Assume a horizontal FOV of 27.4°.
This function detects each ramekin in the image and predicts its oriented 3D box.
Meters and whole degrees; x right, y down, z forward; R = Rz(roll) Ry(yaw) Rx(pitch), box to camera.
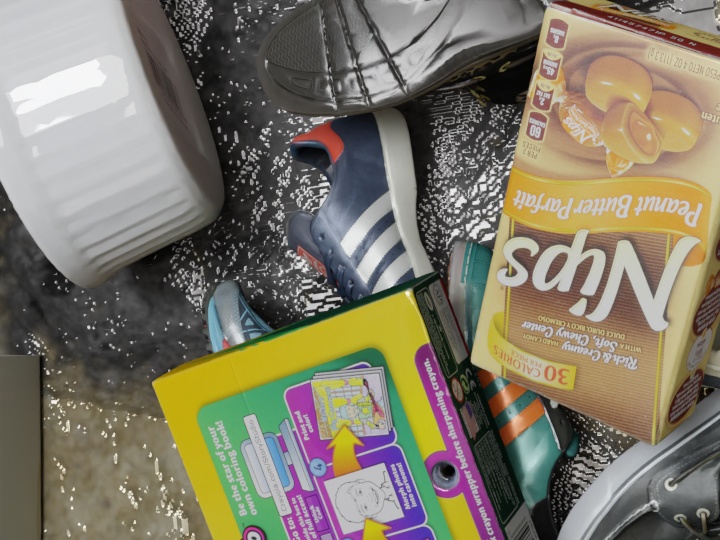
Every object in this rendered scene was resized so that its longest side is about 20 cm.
[{"bbox_3d":[-0.158,-0.100,0.902,0.097,0.200,0.203,-20,82,6],"label":"ramekin"}]

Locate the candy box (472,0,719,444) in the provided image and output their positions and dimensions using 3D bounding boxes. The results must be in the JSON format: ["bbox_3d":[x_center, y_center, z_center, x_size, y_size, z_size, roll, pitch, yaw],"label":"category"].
[{"bbox_3d":[0.136,-0.027,0.764,0.115,0.055,0.202,23,115,29],"label":"candy box"}]

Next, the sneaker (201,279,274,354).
[{"bbox_3d":[-0.021,0.081,0.921,0.095,0.079,0.201,-35,87,1],"label":"sneaker"}]

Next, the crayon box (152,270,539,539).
[{"bbox_3d":[-0.003,0.125,0.837,0.171,0.058,0.202,-20,93,23],"label":"crayon box"}]

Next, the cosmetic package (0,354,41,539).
[{"bbox_3d":[-0.270,0.157,0.975,0.102,0.073,0.203,-1,86,15],"label":"cosmetic package"}]

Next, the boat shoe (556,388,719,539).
[{"bbox_3d":[0.196,0.118,0.832,0.200,0.069,0.057,-42,40,8],"label":"boat shoe"}]

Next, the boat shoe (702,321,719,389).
[{"bbox_3d":[0.212,0.030,0.803,0.198,0.063,0.072,5,57,39],"label":"boat shoe"}]

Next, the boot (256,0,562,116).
[{"bbox_3d":[0.050,-0.131,0.868,0.198,0.150,0.074,-21,82,11],"label":"boot"}]

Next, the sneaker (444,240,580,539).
[{"bbox_3d":[0.090,0.081,0.892,0.079,0.071,0.203,-3,83,-1],"label":"sneaker"}]

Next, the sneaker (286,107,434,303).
[{"bbox_3d":[0.000,0.000,0.897,0.083,0.075,0.202,-8,67,-5],"label":"sneaker"}]
